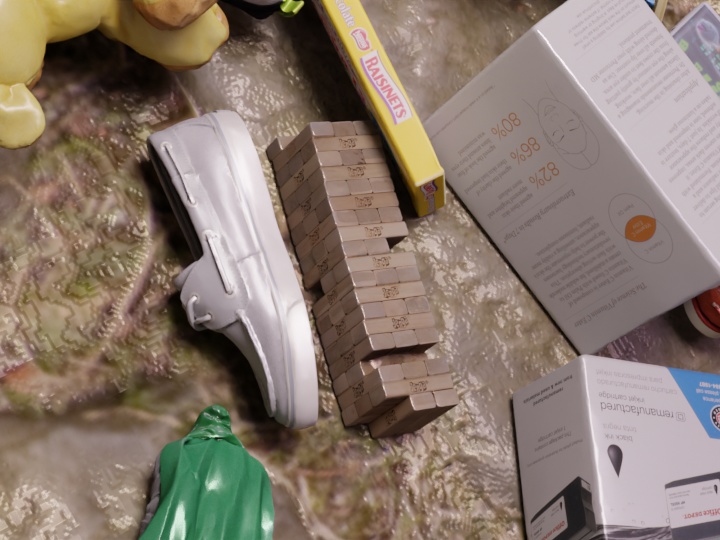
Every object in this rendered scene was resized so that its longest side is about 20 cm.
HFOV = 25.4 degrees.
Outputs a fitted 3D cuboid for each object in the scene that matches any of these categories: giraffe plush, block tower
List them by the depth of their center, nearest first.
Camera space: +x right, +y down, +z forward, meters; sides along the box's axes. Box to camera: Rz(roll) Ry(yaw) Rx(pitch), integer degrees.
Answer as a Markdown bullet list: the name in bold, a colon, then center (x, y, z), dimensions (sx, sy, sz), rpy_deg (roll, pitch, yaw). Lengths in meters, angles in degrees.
- **giraffe plush**: center (-0.186, -0.154, 0.902), dimensions (0.172, 0.200, 0.162), rpy_deg (33, 74, 23)
- **block tower**: center (0.000, 0.000, 0.997), dimensions (0.054, 0.058, 0.201), rpy_deg (-6, 69, -35)

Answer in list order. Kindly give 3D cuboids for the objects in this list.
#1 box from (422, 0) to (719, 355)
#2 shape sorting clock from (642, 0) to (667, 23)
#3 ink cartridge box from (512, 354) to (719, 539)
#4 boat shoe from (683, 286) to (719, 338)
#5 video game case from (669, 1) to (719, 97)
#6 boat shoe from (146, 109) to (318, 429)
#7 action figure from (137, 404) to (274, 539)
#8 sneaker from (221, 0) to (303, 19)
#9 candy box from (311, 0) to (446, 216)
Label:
- **box**: center (0.162, -0.069, 1.071), dimensions (0.200, 0.152, 0.106), rpy_deg (52, 51, -1)
- **shape sorting clock**: center (0.192, -0.220, 1.138), dimensions (0.039, 0.200, 0.201), rpy_deg (3, 64, -9)
- **ink cartridge box**: center (0.185, 0.167, 1.014), dimensions (0.144, 0.084, 0.201), rpy_deg (9, 63, -28)
- **boat shoe**: center (0.276, -0.047, 1.163), dimensions (0.071, 0.063, 0.201), rpy_deg (24, 56, -19)
- **video game case**: center (0.287, -0.092, 1.245), dimensions (0.200, 0.023, 0.182), rpy_deg (49, 51, -2)
- **boat shoe**: center (-0.078, 0.002, 0.944), dimensions (0.068, 0.072, 0.201), rpy_deg (-14, 82, -14)
- **action figure**: center (-0.087, 0.161, 0.865), dimensions (0.118, 0.055, 0.201), rpy_deg (21, 51, -21)
- **sneaker**: center (-0.124, -0.217, 1.023), dimensions (0.200, 0.083, 0.072), rpy_deg (35, 71, 16)
- **candy box**: center (0.003, -0.136, 1.042), dimensions (0.026, 0.102, 0.201), rpy_deg (-26, 80, -3)
